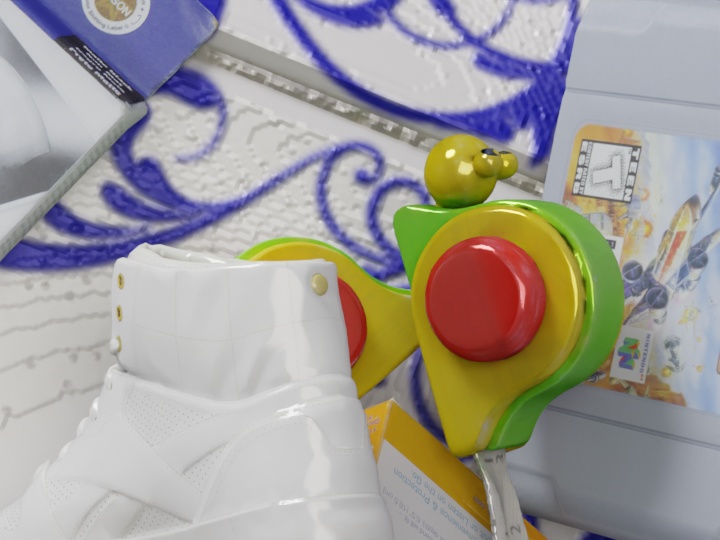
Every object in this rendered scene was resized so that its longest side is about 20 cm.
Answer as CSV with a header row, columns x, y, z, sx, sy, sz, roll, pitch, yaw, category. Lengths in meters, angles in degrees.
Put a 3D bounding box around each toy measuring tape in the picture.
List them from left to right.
x,y,z,sx,sy,sz,roll,pitch,yaw,category
0.000,0.000,0.982,0.200,0.074,0.074,-40,89,-21,toy measuring tape
0.066,0.046,0.921,0.073,0.074,0.200,-14,81,-11,toy measuring tape

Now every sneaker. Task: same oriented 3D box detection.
x,y,z,sx,sy,sz,roll,pitch,yaw,category
-0.070,0.051,0.909,0.074,0.200,0.116,1,77,-46,sneaker

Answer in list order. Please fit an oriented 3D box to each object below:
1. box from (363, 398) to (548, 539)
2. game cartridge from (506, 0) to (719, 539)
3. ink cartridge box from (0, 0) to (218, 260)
x,y,z,sx,sy,sz,roll,pitch,yaw,category
0.015,0.158,0.903,0.119,0.041,0.200,43,45,-28,box
0.118,0.000,0.953,0.041,0.133,0.200,12,89,-39,game cartridge
-0.185,-0.091,0.976,0.200,0.041,0.200,42,77,-1,ink cartridge box
